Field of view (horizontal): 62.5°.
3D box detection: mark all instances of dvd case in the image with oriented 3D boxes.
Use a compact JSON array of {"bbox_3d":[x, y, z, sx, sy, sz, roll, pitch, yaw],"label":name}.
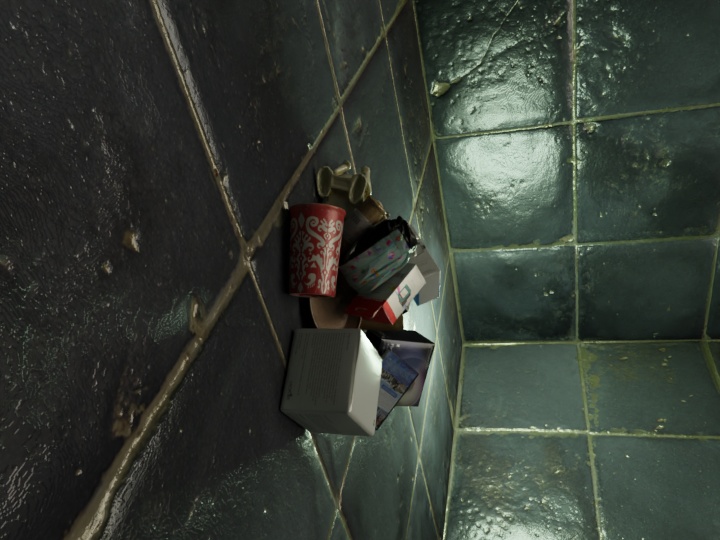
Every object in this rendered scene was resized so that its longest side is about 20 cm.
[{"bbox_3d":[0.060,0.329,1.635,0.142,0.017,0.201,41,84,-34],"label":"dvd case"}]

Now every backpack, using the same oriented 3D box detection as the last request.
[{"bbox_3d":[0.041,-0.038,1.490,0.127,0.199,0.167,53,-6,-2],"label":"backpack"}]

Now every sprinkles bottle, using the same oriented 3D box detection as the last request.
[{"bbox_3d":[-0.021,-0.103,1.558,0.068,0.200,0.068,43,6,-5],"label":"sprinkles bottle"}]

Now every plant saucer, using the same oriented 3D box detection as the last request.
[{"bbox_3d":[-0.071,0.086,1.506,0.199,0.036,0.204,19,66,-48],"label":"plant saucer"}]

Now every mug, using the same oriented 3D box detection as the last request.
[{"bbox_3d":[-0.089,-0.039,1.388,0.176,0.132,0.204,10,80,-38],"label":"mug"}]

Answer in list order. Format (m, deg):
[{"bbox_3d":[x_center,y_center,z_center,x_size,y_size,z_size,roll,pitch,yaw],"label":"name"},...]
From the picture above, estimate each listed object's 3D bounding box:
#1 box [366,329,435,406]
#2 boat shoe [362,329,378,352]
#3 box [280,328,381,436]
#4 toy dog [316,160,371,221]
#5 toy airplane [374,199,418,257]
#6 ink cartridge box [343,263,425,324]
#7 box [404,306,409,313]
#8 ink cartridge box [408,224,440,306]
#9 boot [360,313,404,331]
[{"bbox_3d":[0.089,0.277,1.720,0.196,0.123,0.203,8,101,-32],"label":"box"},{"bbox_3d":[-0.001,0.197,1.657,0.073,0.062,0.200,64,-4,-27],"label":"boat shoe"},{"bbox_3d":[-0.060,0.262,1.384,0.200,0.168,0.203,59,35,-56],"label":"box"},{"bbox_3d":[-0.027,-0.205,1.650,0.200,0.137,0.198,-36,130,-71],"label":"toy dog"},{"bbox_3d":[0.067,-0.068,1.653,0.202,0.197,0.141,-61,175,4],"label":"toy airplane"},{"bbox_3d":[0.062,0.068,1.518,0.200,0.115,0.068,-48,122,-28],"label":"ink cartridge box"},{"bbox_3d":[0.063,0.117,1.785,0.060,0.199,0.117,44,34,-15],"label":"box"},{"bbox_3d":[0.168,-0.017,1.839,0.147,0.085,0.201,82,-17,-54],"label":"ink cartridge box"},{"bbox_3d":[0.016,0.083,1.619,0.066,0.196,0.178,-82,167,-73],"label":"boot"}]
